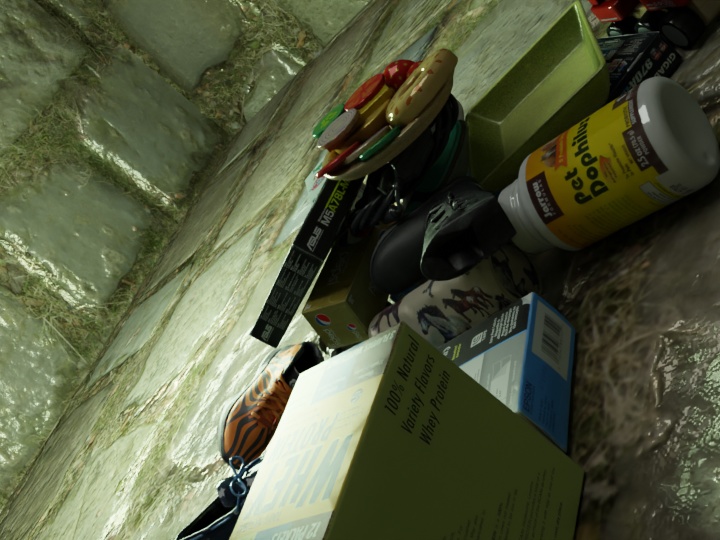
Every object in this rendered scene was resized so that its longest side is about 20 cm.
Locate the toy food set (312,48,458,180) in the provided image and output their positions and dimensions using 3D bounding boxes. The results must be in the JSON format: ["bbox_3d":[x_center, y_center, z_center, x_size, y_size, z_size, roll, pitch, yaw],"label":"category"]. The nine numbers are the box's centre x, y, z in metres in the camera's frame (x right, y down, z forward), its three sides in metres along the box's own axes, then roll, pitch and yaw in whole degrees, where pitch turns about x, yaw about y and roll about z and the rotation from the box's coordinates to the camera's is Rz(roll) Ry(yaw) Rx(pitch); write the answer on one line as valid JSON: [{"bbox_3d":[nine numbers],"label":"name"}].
[{"bbox_3d":[0.023,-0.175,0.975,0.198,0.049,0.200,-42,23,7],"label":"toy food set"}]

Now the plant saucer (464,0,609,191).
[{"bbox_3d":[0.208,-0.192,1.007,0.200,0.048,0.200,-44,22,29],"label":"plant saucer"}]

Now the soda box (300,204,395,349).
[{"bbox_3d":[0.000,0.000,1.061,0.067,0.064,0.201,-17,33,32],"label":"soda box"}]

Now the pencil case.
[{"bbox_3d":[0.101,0.044,0.935,0.200,0.090,0.078,-37,-5,36],"label":"pencil case"}]

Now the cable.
[{"bbox_3d":[0.049,-0.127,1.021,0.201,0.051,0.163,-67,11,-26],"label":"cable"}]

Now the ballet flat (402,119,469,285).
[{"bbox_3d":[0.087,-0.076,1.017,0.067,0.063,0.201,22,85,60],"label":"ballet flat"}]

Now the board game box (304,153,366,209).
[{"bbox_3d":[-0.004,-0.091,1.324,0.064,0.147,0.200,-49,18,12],"label":"board game box"}]

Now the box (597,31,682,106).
[{"bbox_3d":[0.271,-0.208,1.053,0.159,0.046,0.200,-52,19,-1],"label":"box"}]

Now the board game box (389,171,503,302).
[{"bbox_3d":[0.116,-0.060,1.123,0.200,0.056,0.196,-45,20,18],"label":"board game box"}]

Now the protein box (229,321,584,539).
[{"bbox_3d":[0.033,0.188,0.628,0.135,0.200,0.199,-31,27,45],"label":"protein box"}]

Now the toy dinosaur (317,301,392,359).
[{"bbox_3d":[-0.002,0.077,1.081,0.200,0.076,0.103,-51,35,44],"label":"toy dinosaur"}]

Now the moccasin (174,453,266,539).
[{"bbox_3d":[-0.154,0.289,1.085,0.200,0.068,0.080,-51,19,0],"label":"moccasin"}]

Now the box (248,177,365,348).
[{"bbox_3d":[-0.061,-0.031,1.078,0.194,0.047,0.200,-63,3,-40],"label":"box"}]

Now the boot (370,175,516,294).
[{"bbox_3d":[0.073,-0.019,0.873,0.165,0.066,0.200,-49,11,10],"label":"boot"}]

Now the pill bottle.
[{"bbox_3d":[0.228,-0.090,0.833,0.200,0.109,0.110,-33,26,44],"label":"pill bottle"}]

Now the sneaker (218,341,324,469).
[{"bbox_3d":[-0.117,0.172,1.181,0.112,0.077,0.201,-29,29,50],"label":"sneaker"}]

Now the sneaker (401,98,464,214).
[{"bbox_3d":[0.087,-0.119,1.119,0.112,0.077,0.201,118,167,-65],"label":"sneaker"}]

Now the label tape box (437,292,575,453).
[{"bbox_3d":[0.099,0.128,0.802,0.200,0.066,0.144,-34,25,38],"label":"label tape box"}]

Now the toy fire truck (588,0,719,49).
[{"bbox_3d":[0.298,-0.342,0.997,0.129,0.200,0.176,-50,19,0],"label":"toy fire truck"}]
